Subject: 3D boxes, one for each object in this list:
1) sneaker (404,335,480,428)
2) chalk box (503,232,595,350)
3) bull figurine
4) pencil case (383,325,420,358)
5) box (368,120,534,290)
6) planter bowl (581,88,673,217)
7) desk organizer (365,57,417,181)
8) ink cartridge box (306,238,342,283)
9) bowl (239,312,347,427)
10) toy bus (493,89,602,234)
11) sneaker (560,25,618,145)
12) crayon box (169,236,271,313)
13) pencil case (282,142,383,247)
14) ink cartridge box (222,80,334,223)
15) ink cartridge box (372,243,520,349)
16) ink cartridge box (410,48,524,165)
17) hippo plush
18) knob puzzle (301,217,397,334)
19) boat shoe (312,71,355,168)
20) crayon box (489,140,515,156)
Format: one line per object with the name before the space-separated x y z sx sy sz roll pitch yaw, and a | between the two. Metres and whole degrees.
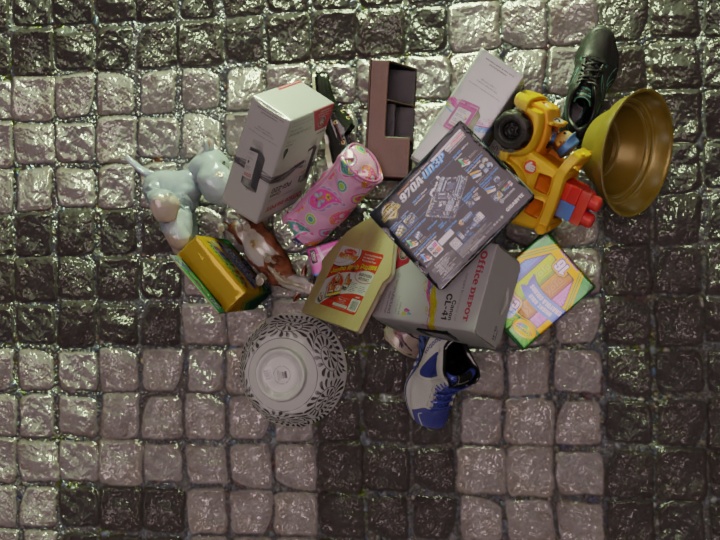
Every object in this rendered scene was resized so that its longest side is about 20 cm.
sneaker | 0.134 0.179 1.547 0.080 0.115 0.202 -3 113 -22
chalk box | 0.268 0.048 1.550 0.200 0.124 0.124 -43 83 8
bull figurine | -0.161 -0.024 1.631 0.065 0.121 0.200 -45 76 9
pencil case | 0.123 0.053 1.599 0.201 0.089 0.078 -52 54 6
box | 0.136 -0.095 1.413 0.159 0.046 0.200 46 99 8
planter bowl | 0.413 -0.193 1.521 0.083 0.199 0.203 18 94 46
desk organizer | 0.052 -0.254 1.615 0.076 0.072 0.203 3 91 8
ink cartridge box | 0.012 -0.017 1.641 0.198 0.037 0.096 -16 87 8
bowl | -0.128 0.175 1.635 0.198 0.094 0.204 0 89 10
toy bus | 0.290 -0.154 1.454 0.190 0.135 0.202 25 111 22
sneaker | 0.379 -0.305 1.553 0.074 0.079 0.203 13 91 10
crayon box | -0.230 0.007 1.591 0.052 0.200 0.126 -42 84 7
pencil case | -0.049 -0.123 1.583 0.200 0.087 0.088 -41 82 39
ink cartridge box | -0.137 -0.196 1.571 0.084 0.145 0.201 34 124 15
ink cartridge box | 0.133 0.029 1.490 0.198 0.085 0.149 6 73 40
ink cartridge box | 0.172 -0.231 1.504 0.084 0.144 0.201 35 95 8
hippo plush | -0.289 -0.131 1.661 0.160 0.160 0.200 -29 42 -8
knob puzzle | 0.000 0.000 1.558 0.030 0.220 0.221 32 98 -33
boat shoe | -0.039 -0.246 1.631 0.062 0.074 0.204 -14 93 10
crayon box | 0.205 -0.165 1.597 0.125 0.052 0.201 37 95 9
